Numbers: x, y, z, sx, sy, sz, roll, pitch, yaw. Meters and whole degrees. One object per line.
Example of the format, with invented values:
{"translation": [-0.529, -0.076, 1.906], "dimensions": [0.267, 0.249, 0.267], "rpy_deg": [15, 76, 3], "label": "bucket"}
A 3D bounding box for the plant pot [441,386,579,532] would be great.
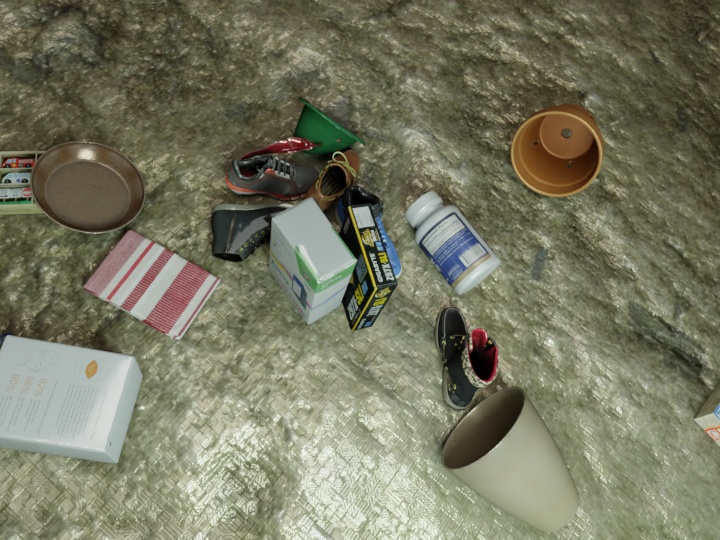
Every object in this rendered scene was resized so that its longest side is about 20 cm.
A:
{"translation": [0.271, 0.339, 1.011], "dimensions": [0.200, 0.187, 0.187], "rpy_deg": [48, 63, -3], "label": "plant pot"}

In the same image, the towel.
{"translation": [-0.381, 0.025, 1.094], "dimensions": [0.198, 0.023, 0.145], "rpy_deg": [28, 59, 0], "label": "towel"}

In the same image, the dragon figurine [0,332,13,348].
{"translation": [-0.635, 0.177, 0.939], "dimensions": [0.199, 0.059, 0.100], "rpy_deg": [-32, 74, -25], "label": "dragon figurine"}

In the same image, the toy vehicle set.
{"translation": [-0.649, -0.167, 1.125], "dimensions": [0.197, 0.027, 0.126], "rpy_deg": [-4, 65, -15], "label": "toy vehicle set"}

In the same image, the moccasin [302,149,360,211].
{"translation": [-0.050, -0.195, 1.226], "dimensions": [0.074, 0.078, 0.201], "rpy_deg": [48, 44, -6], "label": "moccasin"}

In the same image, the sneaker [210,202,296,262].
{"translation": [-0.192, -0.069, 1.160], "dimensions": [0.197, 0.075, 0.108], "rpy_deg": [-1, 69, -3], "label": "sneaker"}

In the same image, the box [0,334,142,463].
{"translation": [-0.469, 0.206, 0.935], "dimensions": [0.197, 0.107, 0.154], "rpy_deg": [11, 62, -7], "label": "box"}

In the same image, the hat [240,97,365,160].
{"translation": [-0.116, -0.257, 1.282], "dimensions": [0.199, 0.166, 0.177], "rpy_deg": [34, 99, -5], "label": "hat"}

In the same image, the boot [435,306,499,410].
{"translation": [0.194, 0.141, 1.090], "dimensions": [0.072, 0.151, 0.202], "rpy_deg": [7, 63, -9], "label": "boot"}

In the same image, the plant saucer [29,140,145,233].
{"translation": [-0.513, -0.152, 1.122], "dimensions": [0.198, 0.037, 0.203], "rpy_deg": [14, 58, -24], "label": "plant saucer"}

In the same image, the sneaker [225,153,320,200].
{"translation": [-0.173, -0.196, 1.213], "dimensions": [0.197, 0.082, 0.078], "rpy_deg": [-5, 64, -18], "label": "sneaker"}

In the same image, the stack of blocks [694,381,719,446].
{"translation": [0.787, 0.276, 1.209], "dimensions": [0.199, 0.059, 0.115], "rpy_deg": [-37, 77, -26], "label": "stack of blocks"}

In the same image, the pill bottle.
{"translation": [0.181, -0.060, 1.210], "dimensions": [0.110, 0.111, 0.201], "rpy_deg": [-30, 74, -24], "label": "pill bottle"}

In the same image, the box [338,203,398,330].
{"translation": [0.000, 0.000, 1.090], "dimensions": [0.049, 0.200, 0.161], "rpy_deg": [-12, 68, -19], "label": "box"}

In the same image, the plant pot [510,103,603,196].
{"translation": [0.457, -0.290, 1.353], "dimensions": [0.199, 0.201, 0.140], "rpy_deg": [34, 45, 5], "label": "plant pot"}

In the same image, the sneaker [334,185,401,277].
{"translation": [0.022, -0.079, 1.184], "dimensions": [0.076, 0.111, 0.201], "rpy_deg": [-25, 72, -23], "label": "sneaker"}

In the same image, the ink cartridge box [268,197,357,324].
{"translation": [-0.093, -0.011, 1.075], "dimensions": [0.087, 0.200, 0.146], "rpy_deg": [-31, 75, -21], "label": "ink cartridge box"}
